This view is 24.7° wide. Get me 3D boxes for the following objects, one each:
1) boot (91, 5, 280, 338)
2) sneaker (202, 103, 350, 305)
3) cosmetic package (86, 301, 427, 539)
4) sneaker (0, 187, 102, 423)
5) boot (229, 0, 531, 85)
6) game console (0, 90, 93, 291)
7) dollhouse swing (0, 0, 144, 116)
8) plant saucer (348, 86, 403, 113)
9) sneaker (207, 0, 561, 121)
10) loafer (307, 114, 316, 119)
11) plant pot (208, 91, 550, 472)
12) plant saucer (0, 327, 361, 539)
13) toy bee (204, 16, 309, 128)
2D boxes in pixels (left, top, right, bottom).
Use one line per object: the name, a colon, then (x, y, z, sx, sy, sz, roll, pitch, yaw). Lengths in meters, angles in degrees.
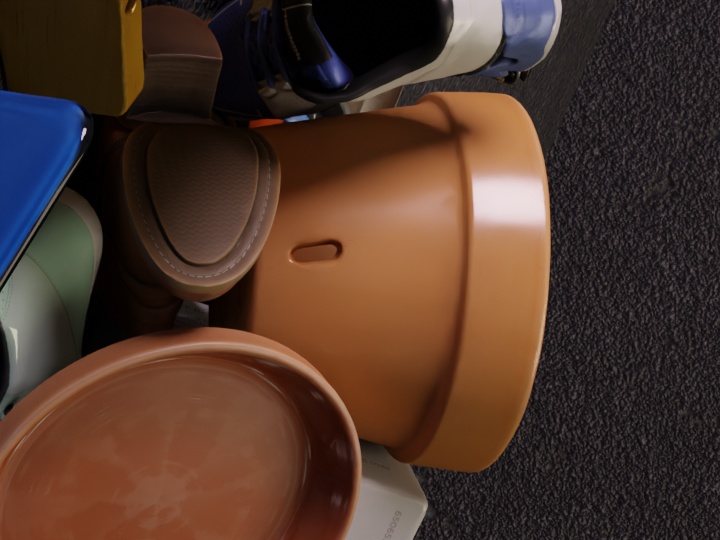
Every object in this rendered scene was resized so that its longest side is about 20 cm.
boot: (-0.101, -0.015, 0.811, 0.200, 0.076, 0.156, -114, -147, -44)
sneaker: (-0.067, -0.034, 1.088, 0.201, 0.075, 0.114, -63, 172, 3)
cosmetic package: (-0.085, 0.132, 0.937, 0.167, 0.167, 0.200, -66, -162, 14)
sneaker: (-0.178, 0.069, 0.784, 0.118, 0.073, 0.201, -58, 160, -58)
boot: (0.024, -0.159, 0.985, 0.070, 0.173, 0.200, -69, 169, 23)
game console: (-0.177, 0.037, 0.597, 0.201, 0.118, 0.171, -61, 169, -19)
dollhouse swing: (-0.032, -0.159, 0.708, 0.200, 0.175, 0.182, -60, 168, -30)
plant saucer: (-0.010, -0.126, 1.292, 0.201, 0.032, 0.200, -62, 169, -21)
sneaker: (-0.017, -0.118, 0.783, 0.115, 0.199, 0.081, -12, 96, -51)
loafer: (-0.019, -0.147, 1.086, 0.201, 0.070, 0.068, -52, 164, -51)
plant pot: (0.000, 0.000, 0.859, 0.200, 0.139, 0.201, -174, -90, -76)
plant saucer: (-0.095, 0.112, 0.777, 0.199, 0.032, 0.201, -15, 126, -21)
toy bee: (-0.084, -0.054, 0.959, 0.131, 0.108, 0.201, -36, 125, -55)
